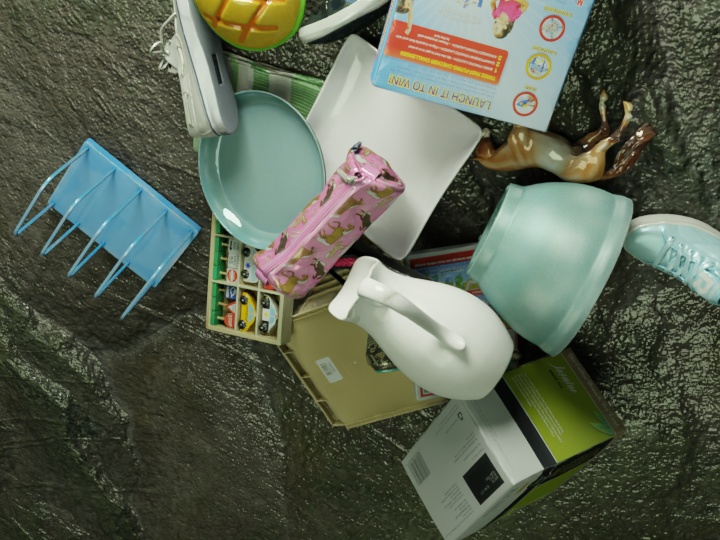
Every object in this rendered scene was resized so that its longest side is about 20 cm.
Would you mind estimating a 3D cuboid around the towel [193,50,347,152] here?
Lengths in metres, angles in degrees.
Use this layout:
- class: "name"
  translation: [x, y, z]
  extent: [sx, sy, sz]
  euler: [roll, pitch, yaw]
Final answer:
- class: "towel"
  translation: [-0.118, -0.191, 1.180]
  extent: [0.200, 0.023, 0.153]
  euler: [17, 126, 8]

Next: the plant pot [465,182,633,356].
- class: "plant pot"
  translation: [0.205, -0.021, 1.066]
  extent: [0.134, 0.200, 0.200]
  euler: [26, 126, 2]

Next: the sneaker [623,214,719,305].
- class: "sneaker"
  translation: [0.402, -0.004, 1.080]
  extent: [0.200, 0.082, 0.074]
  euler: [19, 125, 7]

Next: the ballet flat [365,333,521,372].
- class: "ballet flat"
  translation: [0.105, 0.084, 1.155]
  extent: [0.200, 0.068, 0.075]
  euler: [-2, 96, -8]

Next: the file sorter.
- class: "file sorter"
  translation: [-0.357, -0.053, 1.292]
  extent: [0.200, 0.123, 0.139]
  euler: [40, 125, -8]

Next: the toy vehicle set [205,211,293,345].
- class: "toy vehicle set"
  translation: [-0.145, -0.010, 1.239]
  extent: [0.124, 0.027, 0.200]
  euler: [9, 99, 28]

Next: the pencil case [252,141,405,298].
- class: "pencil case"
  translation: [-0.039, -0.053, 1.078]
  extent: [0.086, 0.083, 0.200]
  euler: [30, 116, -31]

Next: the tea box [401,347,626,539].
- class: "tea box"
  translation: [0.192, 0.226, 1.190]
  extent: [0.134, 0.197, 0.200]
  euler: [60, 145, 24]

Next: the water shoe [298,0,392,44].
- class: "water shoe"
  translation: [0.007, -0.325, 1.032]
  extent: [0.200, 0.071, 0.079]
  euler: [-26, 91, 25]

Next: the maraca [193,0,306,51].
- class: "maraca"
  translation: [-0.138, -0.343, 1.036]
  extent: [0.137, 0.107, 0.200]
  euler: [-16, 115, 19]

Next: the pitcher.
- class: "pitcher"
  translation: [0.074, 0.065, 1.035]
  extent: [0.200, 0.172, 0.121]
  euler: [31, 88, -7]

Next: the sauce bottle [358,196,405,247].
- class: "sauce bottle"
  translation: [-0.007, -0.055, 1.201]
  extent: [0.200, 0.066, 0.066]
  euler: [-27, 110, 30]

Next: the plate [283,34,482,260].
- class: "plate"
  translation: [0.025, -0.145, 1.102]
  extent: [0.199, 0.032, 0.200]
  euler: [39, 120, 13]

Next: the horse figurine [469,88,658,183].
- class: "horse figurine"
  translation: [0.233, -0.152, 1.065]
  extent: [0.200, 0.050, 0.133]
  euler: [18, 120, 10]

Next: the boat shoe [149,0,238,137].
- class: "boat shoe"
  translation: [-0.212, -0.259, 1.121]
  extent: [0.086, 0.075, 0.202]
  euler: [-8, 104, 20]

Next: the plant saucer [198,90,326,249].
- class: "plant saucer"
  translation: [-0.120, -0.126, 1.160]
  extent: [0.200, 0.027, 0.201]
  euler: [11, 110, 32]

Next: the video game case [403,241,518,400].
- class: "video game case"
  translation: [0.132, 0.064, 1.194]
  extent: [0.143, 0.017, 0.200]
  euler: [-8, 109, -9]

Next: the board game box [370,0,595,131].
- class: "board game box"
  translation: [0.131, -0.267, 0.967]
  extent: [0.200, 0.056, 0.196]
  euler: [14, 114, -9]

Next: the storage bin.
- class: "storage bin"
  translation: [0.005, 0.103, 1.283]
  extent: [0.198, 0.094, 0.200]
  euler: [-20, 114, 29]

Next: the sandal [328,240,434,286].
- class: "sandal"
  translation: [0.000, 0.000, 1.142]
  extent: [0.200, 0.045, 0.075]
  euler: [26, 155, 20]
